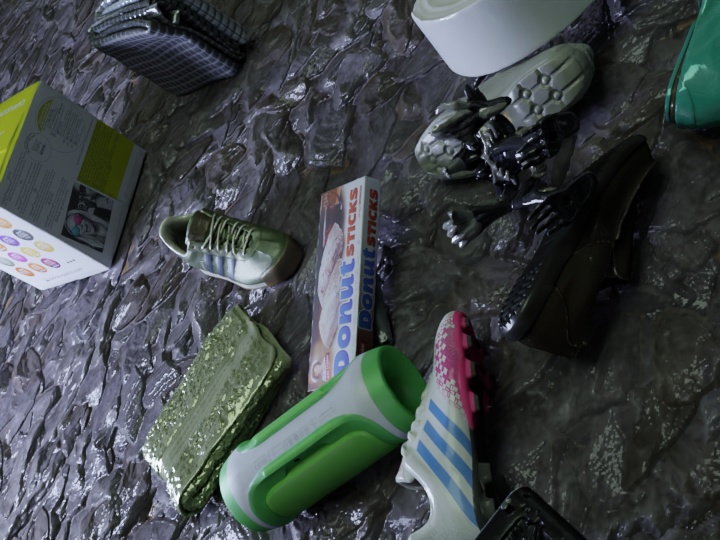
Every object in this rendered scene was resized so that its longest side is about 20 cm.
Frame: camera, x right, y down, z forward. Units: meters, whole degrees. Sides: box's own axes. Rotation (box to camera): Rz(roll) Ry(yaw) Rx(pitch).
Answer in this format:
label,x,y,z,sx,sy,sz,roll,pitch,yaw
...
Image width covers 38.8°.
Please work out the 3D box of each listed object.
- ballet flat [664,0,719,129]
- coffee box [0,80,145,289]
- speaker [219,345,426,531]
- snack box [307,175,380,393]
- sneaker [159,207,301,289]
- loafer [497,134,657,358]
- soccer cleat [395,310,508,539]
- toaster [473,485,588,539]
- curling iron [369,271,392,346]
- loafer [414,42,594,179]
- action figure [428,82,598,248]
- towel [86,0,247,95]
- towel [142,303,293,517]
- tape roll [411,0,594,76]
label,x,y,z,sx,sy,sz,roll,pitch,yaw
ballet flat,0.292,-0.198,0.803,0.069,0.067,0.203,9,70,25
coffee box,-0.465,-0.116,1.484,0.197,0.197,0.204,-14,54,42
speaker,-0.033,0.150,0.896,0.199,0.088,0.089,-38,41,24
snack box,-0.015,0.015,0.987,0.071,0.024,0.204,-16,65,48
sneaker,-0.158,-0.030,1.163,0.198,0.089,0.068,5,67,50
loafer,0.180,-0.016,0.798,0.202,0.071,0.073,-56,5,-16
soccer cleat,0.063,0.125,0.808,0.085,0.070,0.203,-17,53,20
toaster,0.120,0.260,0.602,0.182,0.118,0.200,-51,37,-1
curling iron,0.000,0.000,1.019,0.050,0.025,0.202,-61,36,32
loafer,0.133,-0.145,0.944,0.198,0.071,0.070,-26,13,41
action figure,0.105,-0.088,0.827,0.100,0.121,0.200,-21,14,-13
towel,-0.273,-0.324,1.442,0.198,0.164,0.087,-1,67,49
towel,-0.156,0.143,1.083,0.202,0.036,0.148,-58,36,0
tape roll,0.146,-0.278,0.965,0.201,0.071,0.204,-34,27,20
